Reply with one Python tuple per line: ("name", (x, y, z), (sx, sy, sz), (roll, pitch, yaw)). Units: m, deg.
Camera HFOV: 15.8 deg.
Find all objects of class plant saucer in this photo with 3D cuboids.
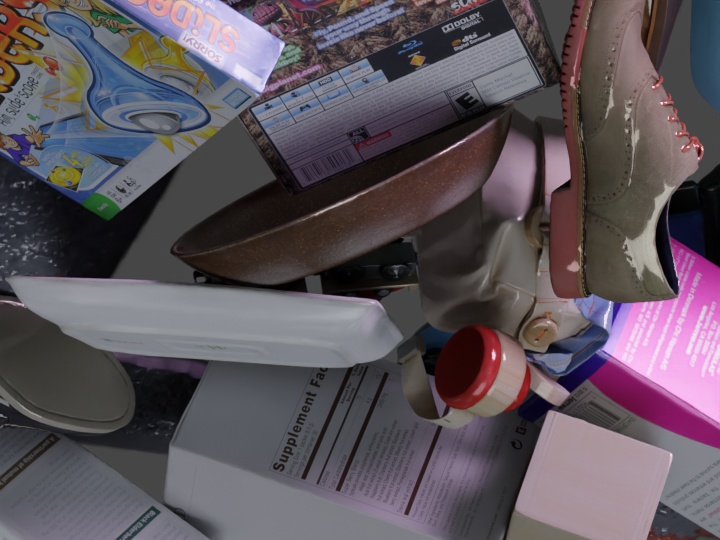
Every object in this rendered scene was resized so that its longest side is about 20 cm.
("plant saucer", (-0.004, -0.037, 1.374), (0.200, 0.200, 0.037), (-23, 100, 11))

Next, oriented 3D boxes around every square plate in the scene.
("square plate", (-0.081, 0.030, 1.428), (0.197, 0.029, 0.200), (3, 173, 5))

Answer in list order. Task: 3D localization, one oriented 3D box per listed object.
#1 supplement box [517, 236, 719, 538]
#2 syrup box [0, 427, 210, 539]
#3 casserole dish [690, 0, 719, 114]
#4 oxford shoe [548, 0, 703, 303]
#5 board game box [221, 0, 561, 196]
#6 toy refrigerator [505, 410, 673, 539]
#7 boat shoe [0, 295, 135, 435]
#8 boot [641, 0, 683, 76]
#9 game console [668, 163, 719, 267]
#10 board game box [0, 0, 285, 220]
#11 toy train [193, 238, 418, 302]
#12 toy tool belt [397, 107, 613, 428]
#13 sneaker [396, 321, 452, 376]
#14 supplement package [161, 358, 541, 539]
("supplement box", (0.211, 0.080, 1.512), (0.199, 0.104, 0.101), (33, 146, -8))
("syrup box", (-0.182, 0.157, 1.528), (0.081, 0.200, 0.079), (-40, 156, -39))
("casserole dish", (0.245, -0.148, 1.425), (0.120, 0.039, 0.201), (-10, 138, -5))
("oxford shoe", (0.142, -0.079, 1.327), (0.074, 0.070, 0.201), (8, 113, 17))
("board game box", (-0.011, -0.158, 1.300), (0.159, 0.097, 0.200), (-22, 138, 10))
("toy refrigerator", (0.129, 0.144, 1.507), (0.076, 0.070, 0.200), (19, 163, 7))
("boat shoe", (-0.227, 0.055, 1.508), (0.199, 0.073, 0.063), (20, 144, -28))
("boot", (0.137, -0.171, 1.364), (0.075, 0.074, 0.201), (8, 139, 12))
("game console", (0.208, 0.044, 1.573), (0.116, 0.176, 0.200), (-36, 143, -18))
("board game box", (-0.138, -0.101, 1.283), (0.135, 0.035, 0.200), (32, 152, -14))
("toy train", (0.000, 0.000, 1.528), (0.199, 0.034, 0.046), (-5, 149, -9))
("toy tool belt", (0.095, 0.007, 1.436), (0.123, 0.201, 0.125), (25, 135, -33))
("sneaker", (0.070, 0.094, 1.637), (0.082, 0.073, 0.201), (-26, 143, -25))
("supplement package", (-0.008, 0.131, 1.545), (0.199, 0.120, 0.122), (18, 137, 7))
